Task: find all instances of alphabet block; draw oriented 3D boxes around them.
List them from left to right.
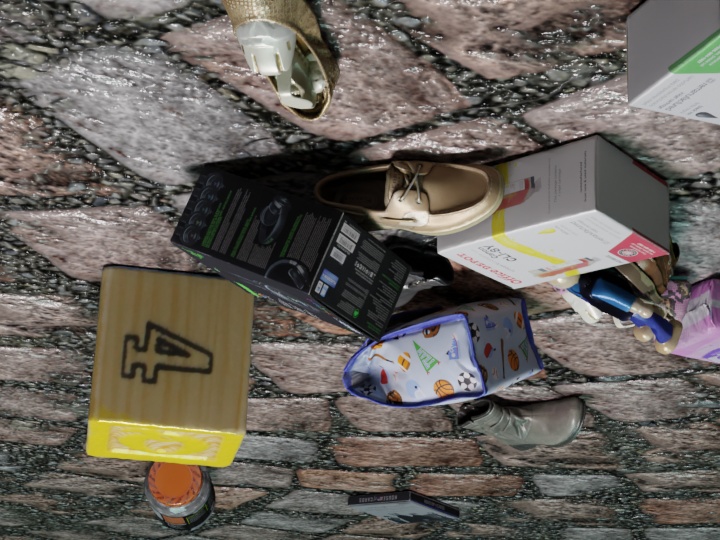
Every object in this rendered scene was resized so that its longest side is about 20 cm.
[{"bbox_3d":[-0.243,0.125,2.011,0.194,0.202,0.196,5,161,-8],"label":"alphabet block"}]

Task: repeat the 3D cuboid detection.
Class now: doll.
[{"bbox_3d":[0.278,0.029,1.759,0.199,0.049,0.136,30,-178,-35],"label":"doll"}]

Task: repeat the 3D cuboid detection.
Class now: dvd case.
[{"bbox_3d":[0.089,0.482,3.221,0.149,0.025,0.200,-10,156,31],"label":"dvd case"}]

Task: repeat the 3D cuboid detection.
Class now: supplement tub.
[{"bbox_3d":[-0.330,0.401,2.903,0.121,0.124,0.200,3,160,-1],"label":"supplement tub"}]

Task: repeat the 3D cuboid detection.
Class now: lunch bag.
[{"bbox_3d":[0.096,0.105,1.973,0.199,0.125,0.169,-17,176,34],"label":"lunch bag"}]

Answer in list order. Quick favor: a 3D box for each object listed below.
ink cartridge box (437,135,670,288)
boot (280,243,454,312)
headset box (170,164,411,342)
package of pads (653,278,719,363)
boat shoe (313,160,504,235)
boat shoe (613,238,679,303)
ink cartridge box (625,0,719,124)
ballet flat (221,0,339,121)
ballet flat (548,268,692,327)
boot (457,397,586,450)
[{"bbox_3d":[0.196,-0.054,1.628,0.199,0.084,0.145,-14,155,39],"label":"ink cartridge box"},{"bbox_3d":[0.000,0.000,1.849,0.198,0.071,0.131,2,161,-33],"label":"boot"},{"bbox_3d":[-0.077,-0.019,1.665,0.199,0.093,0.174,20,171,30],"label":"headset box"},{"bbox_3d":[0.472,0.071,1.954,0.198,0.076,0.120,12,161,-24],"label":"package of pads"},{"bbox_3d":[0.047,-0.076,1.605,0.198,0.072,0.064,-7,159,28],"label":"boat shoe"},{"bbox_3d":[0.320,-0.013,1.738,0.072,0.068,0.200,43,-173,10],"label":"boat shoe"},{"bbox_3d":[0.334,-0.177,1.268,0.198,0.085,0.146,9,160,-19],"label":"ink cartridge box"},{"bbox_3d":[-0.063,-0.183,1.329,0.070,0.066,0.200,-5,159,20],"label":"ballet flat"},{"bbox_3d":[0.297,0.030,1.864,0.198,0.072,0.069,9,172,-16],"label":"ballet flat"},{"bbox_3d":[0.244,0.229,2.445,0.130,0.068,0.200,20,153,-27],"label":"boot"}]
